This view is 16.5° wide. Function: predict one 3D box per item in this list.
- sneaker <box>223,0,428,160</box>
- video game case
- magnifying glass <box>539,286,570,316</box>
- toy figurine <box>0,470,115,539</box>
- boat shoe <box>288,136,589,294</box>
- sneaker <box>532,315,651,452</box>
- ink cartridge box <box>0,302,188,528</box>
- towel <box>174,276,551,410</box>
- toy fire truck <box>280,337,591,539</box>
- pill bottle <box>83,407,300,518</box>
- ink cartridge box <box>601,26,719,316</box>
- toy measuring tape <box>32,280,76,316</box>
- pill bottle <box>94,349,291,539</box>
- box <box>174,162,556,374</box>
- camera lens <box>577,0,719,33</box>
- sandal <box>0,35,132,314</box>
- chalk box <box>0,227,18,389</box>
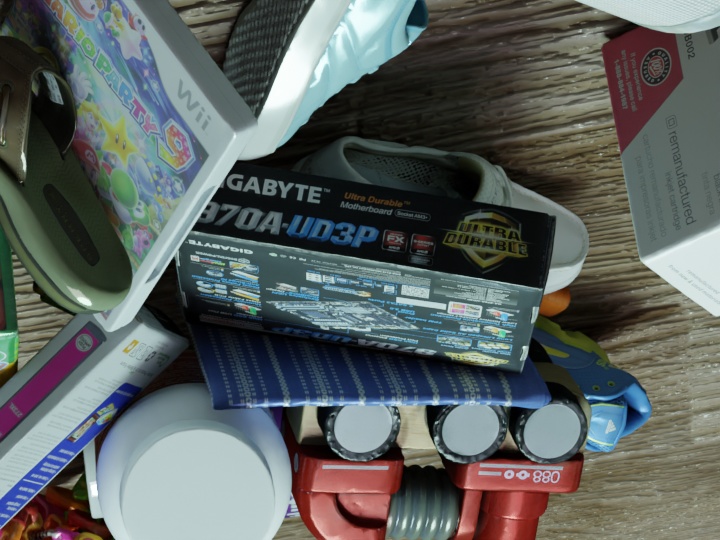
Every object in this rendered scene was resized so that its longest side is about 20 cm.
[{"bbox_3d":[-0.010,-0.114,1.238,0.082,0.074,0.200,5,151,-21],"label":"sneaker"},{"bbox_3d":[-0.130,-0.073,1.221,0.018,0.143,0.200,-29,166,-35],"label":"video game case"},{"bbox_3d":[0.057,-0.006,1.522,0.080,0.022,0.200,-30,144,35],"label":"magnifying glass"},{"bbox_3d":[-0.248,0.171,1.628,0.184,0.150,0.200,21,-175,-26],"label":"toy figurine"},{"bbox_3d":[0.057,-0.033,1.411,0.200,0.071,0.069,10,149,-30],"label":"boat shoe"},{"bbox_3d":[0.112,0.067,1.577,0.200,0.076,0.105,6,-165,-44],"label":"sneaker"},{"bbox_3d":[-0.184,0.093,1.354,0.200,0.037,0.095,-46,166,1],"label":"ink cartridge box"},{"bbox_3d":[-0.001,0.044,1.440,0.200,0.145,0.024,0,117,-15],"label":"towel"},{"bbox_3d":[0.035,0.140,1.511,0.176,0.129,0.200,2,111,-14],"label":"toy fire truck"},{"bbox_3d":[-0.078,0.107,1.596,0.200,0.112,0.111,-6,152,-5],"label":"pill bottle"},{"bbox_3d":[0.237,-0.087,1.280,0.200,0.147,0.083,-26,143,28],"label":"ink cartridge box"},{"bbox_3d":[-0.140,-0.011,1.333,0.073,0.074,0.200,0,176,-17],"label":"toy measuring tape"},{"bbox_3d":[-0.099,0.114,1.436,0.112,0.112,0.200,-6,-173,-5],"label":"pill bottle"},{"bbox_3d":[0.000,0.000,1.344,0.200,0.046,0.159,9,161,3],"label":"box"},{"bbox_3d":[0.095,-0.195,1.020,0.200,0.160,0.160,15,144,-37],"label":"camera lens"},{"bbox_3d":[-0.161,-0.073,1.190,0.057,0.080,0.201,-25,108,32],"label":"sandal"},{"bbox_3d":[-0.250,0.009,1.346,0.124,0.125,0.200,-3,153,-11],"label":"chalk box"}]
